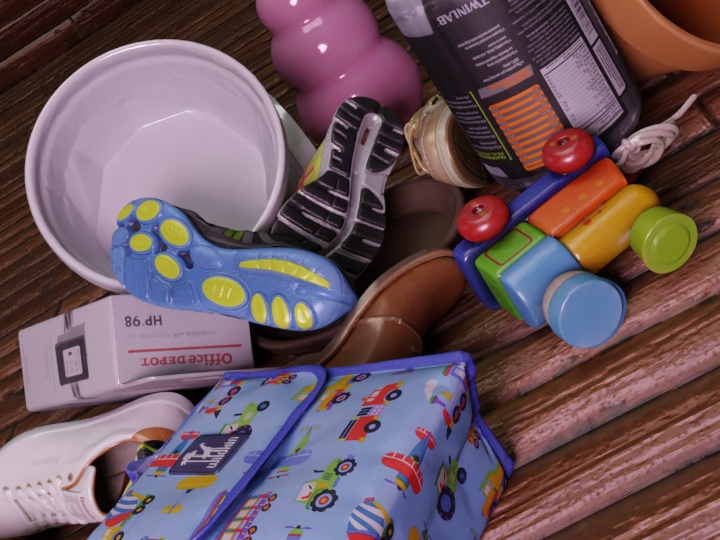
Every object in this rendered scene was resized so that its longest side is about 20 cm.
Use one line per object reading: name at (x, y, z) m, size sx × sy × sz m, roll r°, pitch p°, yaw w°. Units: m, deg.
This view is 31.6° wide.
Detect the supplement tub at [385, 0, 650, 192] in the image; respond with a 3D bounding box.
supplement tub at (0.115, -0.141, 0.885) m, size 0.122 × 0.200 × 0.123 m, roll -28°, pitch 25°, yaw 14°

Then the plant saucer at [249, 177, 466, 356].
plant saucer at (0.000, 0.000, 0.989) m, size 0.200 × 0.029 × 0.200 m, roll -28°, pitch 24°, yaw 14°

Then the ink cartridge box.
ink cartridge box at (-0.159, 0.058, 0.946) m, size 0.116 × 0.067 × 0.200 m, roll -1°, pitch -10°, yaw -39°

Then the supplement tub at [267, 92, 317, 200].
supplement tub at (-0.130, -0.051, 1.116) m, size 0.200 × 0.145 × 0.145 m, roll -38°, pitch 23°, yaw -6°

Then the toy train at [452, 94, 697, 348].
toy train at (0.165, -0.038, 0.780) m, size 0.200 × 0.085 × 0.116 m, roll -38°, pitch 33°, yaw -7°

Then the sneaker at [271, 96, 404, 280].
sneaker at (-0.023, -0.039, 0.986) m, size 0.090 × 0.078 × 0.200 m, roll -54°, pitch 8°, yaw 53°

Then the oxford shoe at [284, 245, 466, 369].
oxford shoe at (0.017, 0.061, 0.827) m, size 0.071 × 0.071 × 0.200 m, roll 25°, pitch 55°, yaw 30°

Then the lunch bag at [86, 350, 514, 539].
lunch bag at (-0.043, 0.120, 0.679) m, size 0.200 × 0.094 × 0.151 m, roll 1°, pitch 39°, yaw 33°

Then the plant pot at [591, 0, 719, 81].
plant pot at (0.210, -0.228, 0.962) m, size 0.200 × 0.200 × 0.140 m, roll -50°, pitch 11°, yaw -32°

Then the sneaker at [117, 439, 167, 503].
sneaker at (-0.105, 0.182, 0.752) m, size 0.077 × 0.075 × 0.200 m, roll -64°, pitch 22°, yaw 16°

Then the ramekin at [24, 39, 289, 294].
ramekin at (-0.149, -0.067, 0.992) m, size 0.200 × 0.200 × 0.105 m, roll -38°, pitch -16°, yaw -6°

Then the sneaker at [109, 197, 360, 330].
sneaker at (-0.090, 0.002, 0.879) m, size 0.199 × 0.083 × 0.071 m, roll 16°, pitch 89°, yaw 24°

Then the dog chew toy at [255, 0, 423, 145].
dog chew toy at (-0.026, -0.206, 1.204) m, size 0.124 × 0.200 × 0.125 m, roll -28°, pitch 24°, yaw 14°

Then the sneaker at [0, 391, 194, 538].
sneaker at (-0.213, 0.154, 0.922) m, size 0.200 × 0.073 × 0.085 m, roll -27°, pitch 22°, yaw 15°

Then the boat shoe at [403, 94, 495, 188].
boat shoe at (0.070, -0.101, 0.997) m, size 0.066 × 0.074 × 0.200 m, roll -13°, pitch 10°, yaw 18°
